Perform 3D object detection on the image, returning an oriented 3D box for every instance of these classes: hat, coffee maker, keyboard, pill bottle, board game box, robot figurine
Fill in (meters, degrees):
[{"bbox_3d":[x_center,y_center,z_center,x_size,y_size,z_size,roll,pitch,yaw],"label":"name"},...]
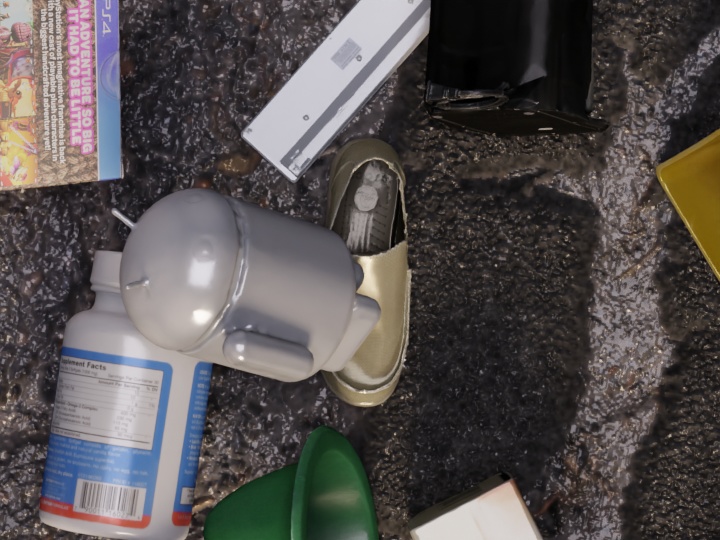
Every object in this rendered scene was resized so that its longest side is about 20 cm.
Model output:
[{"bbox_3d":[-0.098,0.198,1.572,0.175,0.200,0.166,-6,62,19],"label":"hat"},{"bbox_3d":[0.113,-0.205,1.565,0.134,0.192,0.201,1,86,7],"label":"coffee maker"},{"bbox_3d":[-0.005,-0.158,1.653,0.056,0.011,0.200,41,87,6],"label":"keyboard"},{"bbox_3d":[-0.165,0.091,1.585,0.112,0.112,0.201,9,87,-1],"label":"pill bottle"},{"bbox_3d":[-0.275,-0.145,1.546,0.199,0.097,0.160,-6,115,-19],"label":"board game box"},{"bbox_3d":[-0.083,0.011,1.514,0.199,0.170,0.113,18,118,-34],"label":"robot figurine"}]

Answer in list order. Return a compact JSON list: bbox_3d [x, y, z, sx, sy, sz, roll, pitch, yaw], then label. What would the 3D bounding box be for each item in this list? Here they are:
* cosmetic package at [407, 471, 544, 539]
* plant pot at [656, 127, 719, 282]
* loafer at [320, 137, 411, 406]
[{"bbox_3d":[0.115,0.255,1.588,0.087,0.103,0.201,-26,89,-1],"label":"cosmetic package"},{"bbox_3d":[0.362,-0.049,1.573,0.176,0.200,0.201,-31,88,-14],"label":"plant pot"},{"bbox_3d":[0.000,0.000,1.614,0.075,0.068,0.201,-1,87,-1],"label":"loafer"}]
